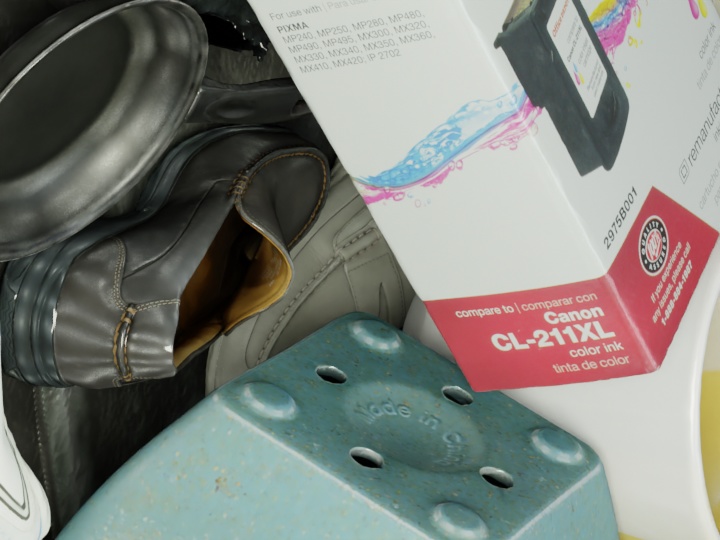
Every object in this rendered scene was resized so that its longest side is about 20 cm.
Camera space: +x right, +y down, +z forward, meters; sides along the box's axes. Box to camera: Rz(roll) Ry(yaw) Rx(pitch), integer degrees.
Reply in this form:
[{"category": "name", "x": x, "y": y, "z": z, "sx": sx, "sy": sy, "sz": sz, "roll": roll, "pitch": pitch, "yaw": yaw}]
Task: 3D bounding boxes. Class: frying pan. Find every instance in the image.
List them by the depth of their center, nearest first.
[{"category": "frying pan", "x": -0.073, "y": -0.068, "z": 0.947, "sx": 0.190, "sy": 0.031, "sz": 0.115, "roll": -32, "pitch": 155, "yaw": -33}]

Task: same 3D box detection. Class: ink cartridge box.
[{"category": "ink cartridge box", "x": 0.055, "y": -0.080, "z": 0.957, "sx": 0.201, "sy": 0.082, "sz": 0.146, "roll": 59, "pitch": 42, "yaw": -30}]

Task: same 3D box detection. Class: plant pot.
[{"category": "plant pot", "x": -0.013, "y": 0.134, "z": 0.998, "sx": 0.196, "sy": 0.195, "sz": 0.201, "roll": -29, "pitch": 145, "yaw": -58}]

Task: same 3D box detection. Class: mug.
[{"category": "mug", "x": 0.099, "y": 0.060, "z": 1.069, "sx": 0.149, "sy": 0.152, "sz": 0.188, "roll": -3, "pitch": 96, "yaw": -56}]

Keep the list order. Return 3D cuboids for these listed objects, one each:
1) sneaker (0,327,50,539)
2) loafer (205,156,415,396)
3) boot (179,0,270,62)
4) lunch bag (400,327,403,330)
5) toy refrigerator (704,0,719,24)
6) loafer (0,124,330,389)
[{"category": "sneaker", "x": -0.153, "y": 0.038, "z": 0.863, "sx": 0.073, "sy": 0.072, "sz": 0.201, "roll": -47, "pitch": 140, "yaw": -32}, {"category": "loafer", "x": 0.000, "y": 0.000, "z": 1.154, "sx": 0.200, "sy": 0.069, "sz": 0.070, "roll": -53, "pitch": 154, "yaw": -38}, {"category": "boot", "x": -0.051, "y": -0.176, "z": 0.948, "sx": 0.200, "sy": 0.076, "sz": 0.169, "roll": 43, "pitch": 60, "yaw": -69}, {"category": "lunch bag", "x": 0.052, "y": 0.149, "z": 1.232, "sx": 0.169, "sy": 0.127, "sz": 0.201, "roll": 23, "pitch": 99, "yaw": -35}, {"category": "toy refrigerator", "x": 0.117, "y": -0.109, "z": 1.054, "sx": 0.070, "sy": 0.076, "sz": 0.201, "roll": -53, "pitch": 148, "yaw": -36}, {"category": "loafer", "x": -0.056, "y": -0.002, "z": 1.036, "sx": 0.200, "sy": 0.072, "sz": 0.073, "roll": -41, "pitch": 137, "yaw": -52}]
